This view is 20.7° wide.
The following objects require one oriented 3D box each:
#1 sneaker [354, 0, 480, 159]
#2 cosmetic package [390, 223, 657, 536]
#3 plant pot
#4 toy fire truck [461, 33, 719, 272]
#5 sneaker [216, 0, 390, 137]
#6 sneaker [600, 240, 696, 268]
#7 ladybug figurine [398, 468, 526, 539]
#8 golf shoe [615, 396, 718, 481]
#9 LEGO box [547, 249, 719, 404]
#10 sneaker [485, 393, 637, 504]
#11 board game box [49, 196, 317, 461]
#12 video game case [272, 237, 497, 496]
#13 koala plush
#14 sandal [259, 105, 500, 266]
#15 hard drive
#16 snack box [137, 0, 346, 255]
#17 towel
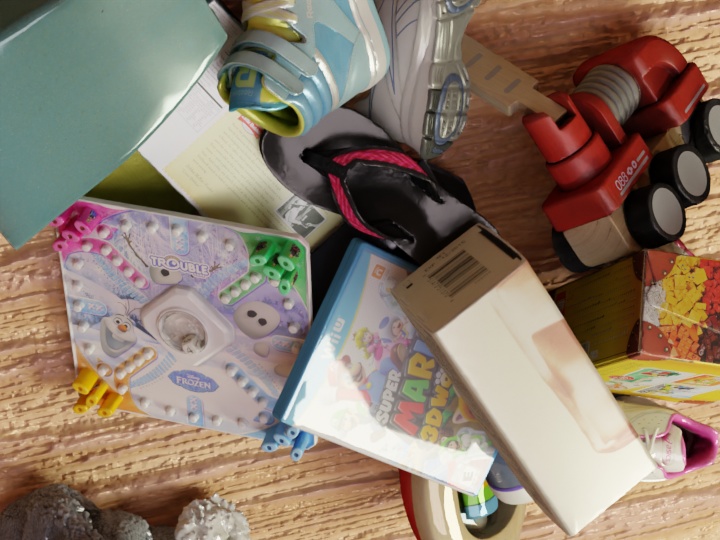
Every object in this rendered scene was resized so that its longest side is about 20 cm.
[{"bbox_3d":[0.038,-0.184,1.414,0.074,0.087,0.202,-15,120,-56],"label":"sneaker"},{"bbox_3d":[0.118,0.078,1.417,0.087,0.103,0.201,-36,116,-5],"label":"cosmetic package"},{"bbox_3d":[-0.201,-0.149,1.316,0.199,0.142,0.142,-34,129,0],"label":"plant pot"},{"bbox_3d":[0.163,-0.121,1.477,0.128,0.176,0.201,-19,113,45],"label":"toy fire truck"},{"bbox_3d":[-0.060,-0.181,1.336,0.131,0.079,0.201,-47,123,-34],"label":"sneaker"},{"bbox_3d":[0.234,0.007,1.621,0.088,0.082,0.200,-41,127,8],"label":"sneaker"},{"bbox_3d":[0.082,0.170,1.657,0.135,0.072,0.202,-19,108,-45],"label":"ladybug figurine"},{"bbox_3d":[0.202,0.133,1.554,0.199,0.091,0.076,-2,95,-42],"label":"golf shoe"},{"bbox_3d":[0.240,0.047,1.488,0.147,0.200,0.078,8,79,-15],"label":"LEGO box"},{"bbox_3d":[0.154,0.079,1.611,0.200,0.080,0.147,-43,128,-29],"label":"sneaker"},{"bbox_3d":[-0.132,0.046,1.467,0.198,0.026,0.201,10,129,15],"label":"board game box"},{"bbox_3d":[0.042,0.076,1.477,0.199,0.018,0.144,24,92,-34],"label":"video game case"},{"bbox_3d":[-0.187,0.256,1.615,0.199,0.184,0.178,1,126,-46],"label":"koala plush"},{"bbox_3d":[0.019,-0.054,1.414,0.199,0.045,0.075,32,97,-11],"label":"sandal"},{"bbox_3d":[0.000,0.000,1.512,0.200,0.042,0.135,-42,165,10],"label":"hard drive"},{"bbox_3d":[-0.086,-0.094,1.431,0.116,0.037,0.200,-41,117,6],"label":"snack box"},{"bbox_3d":[-0.137,-0.082,1.464,0.199,0.018,0.086,-33,123,6],"label":"towel"}]
